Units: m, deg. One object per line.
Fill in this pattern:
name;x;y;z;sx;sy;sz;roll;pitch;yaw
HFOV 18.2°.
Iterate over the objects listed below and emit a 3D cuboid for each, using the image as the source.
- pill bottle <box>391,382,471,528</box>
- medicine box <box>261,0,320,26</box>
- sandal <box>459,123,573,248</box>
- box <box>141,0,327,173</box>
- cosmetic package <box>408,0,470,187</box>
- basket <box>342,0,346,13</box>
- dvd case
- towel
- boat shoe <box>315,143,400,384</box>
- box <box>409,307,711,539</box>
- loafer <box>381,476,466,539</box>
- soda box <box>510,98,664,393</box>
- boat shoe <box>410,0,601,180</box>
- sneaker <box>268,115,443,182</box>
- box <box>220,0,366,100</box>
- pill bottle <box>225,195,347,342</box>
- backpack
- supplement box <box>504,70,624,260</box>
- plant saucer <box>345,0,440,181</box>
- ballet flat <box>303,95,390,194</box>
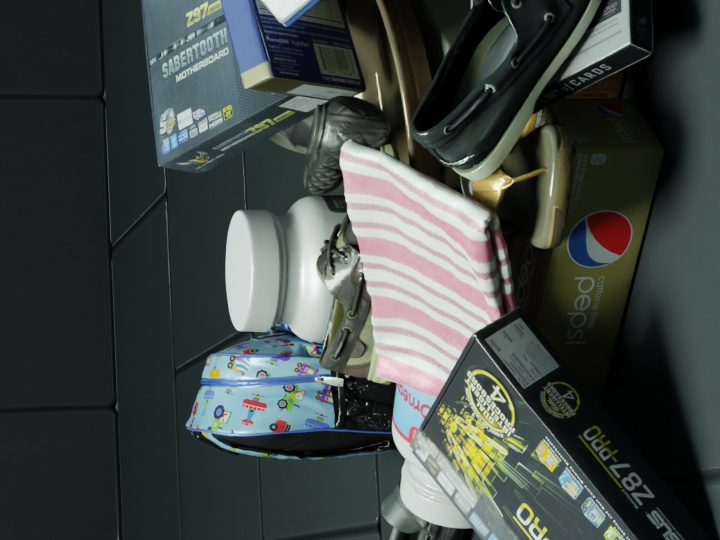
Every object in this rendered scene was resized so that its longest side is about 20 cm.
pill bottle;0.080;0.084;1.654;0.109;0.108;0.201;-119;31;-59
medicine box;0.010;-0.292;1.601;0.182;0.103;0.200;-36;7;34
sandal;0.092;-0.057;1.465;0.200;0.054;0.081;-160;70;-73
box;-0.096;-0.184;1.809;0.200;0.051;0.158;-22;67;44
cosmetic package;0.082;-0.158;1.670;0.200;0.087;0.104;-112;22;-50
basket;0.018;-0.283;1.830;0.200;0.136;0.181;121;137;-56
dvd case;0.128;-0.203;1.459;0.150;0.025;0.201;-26;54;46
towel;0.050;0.018;1.512;0.146;0.030;0.200;28;141;42
boat shoe;0.000;0.000;1.626;0.073;0.065;0.201;-96;7;-57
box;0.126;0.143;1.446;0.200;0.049;0.161;51;152;16
loafer;0.053;0.193;1.830;0.068;0.070;0.201;-116;29;-56
soda box;0.143;-0.013;1.503;0.068;0.064;0.201;-113;26;-52
boat shoe;0.091;-0.156;1.405;0.200;0.066;0.075;-60;34;13
sneaker;-0.006;-0.138;1.832;0.076;0.199;0.114;-53;-15;-42
box;-0.065;-0.226;1.663;0.032;0.121;0.201;-21;77;32
pill bottle;0.001;-0.002;1.766;0.116;0.199;0.116;180;90;-75
backpack;-0.051;0.097;1.960;0.183;0.199;0.135;179;90;-75
supplement box;0.128;-0.087;1.551;0.067;0.069;0.201;-113;25;-52
plant saucer;0.025;-0.124;1.664;0.200;0.029;0.201;171;90;-80
ballet flat;-0.012;-0.090;1.705;0.200;0.057;0.067;127;154;-85
